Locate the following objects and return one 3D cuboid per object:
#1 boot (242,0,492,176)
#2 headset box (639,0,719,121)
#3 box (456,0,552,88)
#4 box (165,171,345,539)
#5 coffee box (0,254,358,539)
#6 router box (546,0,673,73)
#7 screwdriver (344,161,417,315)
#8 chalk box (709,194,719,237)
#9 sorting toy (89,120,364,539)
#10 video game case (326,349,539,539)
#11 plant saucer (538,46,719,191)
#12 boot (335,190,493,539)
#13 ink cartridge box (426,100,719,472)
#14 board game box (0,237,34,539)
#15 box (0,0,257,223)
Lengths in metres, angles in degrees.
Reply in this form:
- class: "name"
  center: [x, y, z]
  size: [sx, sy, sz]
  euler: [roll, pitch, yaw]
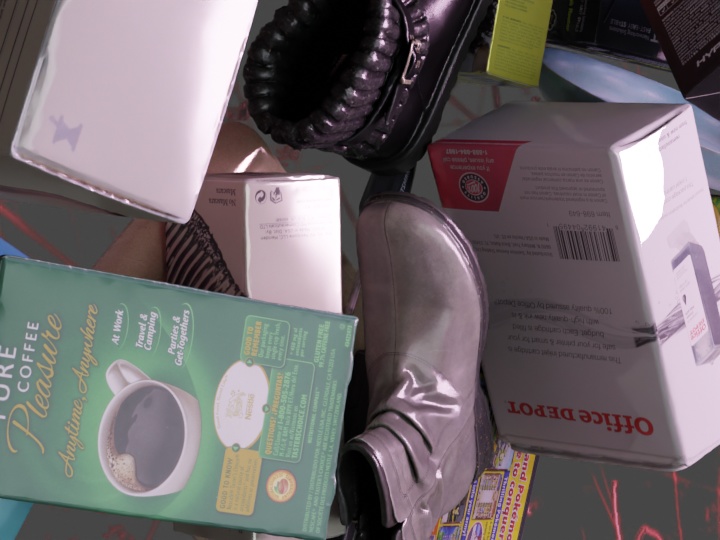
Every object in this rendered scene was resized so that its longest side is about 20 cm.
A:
- class: "boot"
  center: [0.012, -0.159, 1.407]
  size: [0.158, 0.079, 0.212]
  euler: [23, 80, -67]
- class: "headset box"
  center: [0.233, -0.166, 1.501]
  size: [0.148, 0.075, 0.201]
  euler: [26, 34, -40]
- class: "box"
  center: [0.085, -0.214, 1.507]
  size: [0.050, 0.075, 0.201]
  euler: [12, 87, -42]
- class: "box"
  center: [-0.058, 0.047, 1.370]
  size: [0.068, 0.082, 0.201]
  euler: [-4, 94, -39]
- class: "coffee box"
  center: [-0.105, 0.066, 1.278]
  size: [0.199, 0.044, 0.124]
  euler: [9, 87, -24]
- class: "router box"
  center: [0.206, -0.206, 1.621]
  size: [0.199, 0.062, 0.151]
  euler: [7, 92, -42]
- class: "screwdriver"
  center: [0.000, 0.000, 1.446]
  size: [0.029, 0.028, 0.200]
  euler: [84, 19, -46]
- class: "chalk box"
  center: [0.227, 0.022, 1.578]
  size: [0.124, 0.200, 0.125]
  euler: [15, 87, -40]
- class: "sorting toy"
  center: [-0.075, 0.045, 1.430]
  size: [0.185, 0.036, 0.200]
  euler: [-52, 121, -24]
- class: "video game case"
  center: [0.040, 0.151, 1.517]
  size: [0.180, 0.025, 0.201]
  euler: [6, 98, -50]
- class: "plant saucer"
  center: [0.192, -0.087, 1.545]
  size: [0.200, 0.200, 0.028]
  euler: [10, 109, -42]
- class: "boot"
  center: [0.023, 0.069, 1.371]
  size: [0.131, 0.067, 0.201]
  euler: [-52, 136, -53]
- class: "ink cartridge box"
  center: [0.137, 0.007, 1.465]
  size: [0.085, 0.145, 0.201]
  euler: [-29, 114, -41]
- class: "board game box"
  center: [-0.229, 0.075, 1.270]
  size: [0.151, 0.047, 0.201]
  euler: [36, 72, -28]
- class: "box"
  center: [-0.162, -0.104, 1.218]
  size: [0.109, 0.200, 0.128]
  euler: [23, 81, -40]
